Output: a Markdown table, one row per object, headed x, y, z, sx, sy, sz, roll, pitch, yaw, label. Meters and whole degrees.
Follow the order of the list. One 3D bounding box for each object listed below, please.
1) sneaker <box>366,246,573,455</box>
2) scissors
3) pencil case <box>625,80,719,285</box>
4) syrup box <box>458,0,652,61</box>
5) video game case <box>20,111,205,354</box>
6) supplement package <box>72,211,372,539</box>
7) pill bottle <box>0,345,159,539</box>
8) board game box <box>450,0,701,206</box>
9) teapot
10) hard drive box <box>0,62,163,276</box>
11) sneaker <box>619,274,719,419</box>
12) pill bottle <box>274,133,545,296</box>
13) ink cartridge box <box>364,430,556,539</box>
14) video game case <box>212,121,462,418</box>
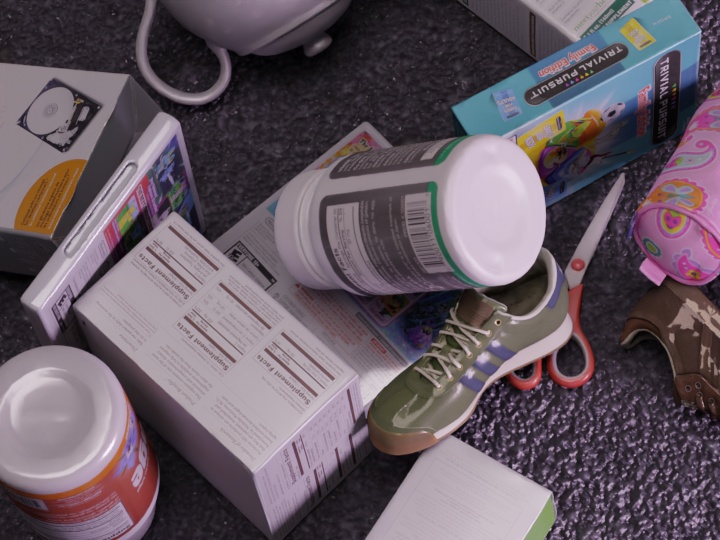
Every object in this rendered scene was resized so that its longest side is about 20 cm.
| x | y | z | sx | sy | sz | roll | pitch | yaw | label |
| --- | --- | --- | --- | --- | --- | --- | --- | --- | --- |
| 0.081 | 0.051 | 1.663 | 0.200 | 0.090 | 0.067 | -33 | 49 | -25 | sneaker |
| 0.164 | 0.005 | 1.756 | 0.073 | 0.014 | 0.201 | 8 | 68 | 12 | scissors |
| 0.281 | -0.075 | 1.715 | 0.087 | 0.088 | 0.200 | 23 | 51 | 16 | pencil case |
| 0.147 | -0.240 | 1.836 | 0.200 | 0.082 | 0.079 | 41 | 74 | 20 | syrup box |
| -0.188 | -0.007 | 1.700 | 0.023 | 0.200 | 0.183 | 30 | 71 | 14 | video game case |
| -0.103 | 0.084 | 1.671 | 0.111 | 0.156 | 0.200 | -43 | 67 | -15 | supplement package |
| -0.211 | 0.143 | 1.632 | 0.111 | 0.200 | 0.113 | -2 | 65 | 5 | pill bottle |
| 0.173 | -0.121 | 1.738 | 0.199 | 0.151 | 0.047 | -28 | 65 | -7 | board game box |
| -0.076 | -0.243 | 1.831 | 0.197 | 0.199 | 0.147 | -40 | 105 | -38 | teapot |
| -0.274 | -0.082 | 1.780 | 0.199 | 0.077 | 0.157 | 7 | 64 | 34 | hard drive box |
| 0.284 | 0.090 | 1.683 | 0.076 | 0.070 | 0.200 | -45 | 62 | 4 | sneaker |
| 0.034 | -0.039 | 1.666 | 0.199 | 0.113 | 0.114 | -5 | 57 | 46 | pill bottle |
| 0.051 | 0.230 | 1.637 | 0.103 | 0.059 | 0.201 | 28 | 70 | 20 | ink cartridge box |
| 0.000 | 0.000 | 1.773 | 0.182 | 0.024 | 0.200 | -39 | 66 | -12 | video game case |
